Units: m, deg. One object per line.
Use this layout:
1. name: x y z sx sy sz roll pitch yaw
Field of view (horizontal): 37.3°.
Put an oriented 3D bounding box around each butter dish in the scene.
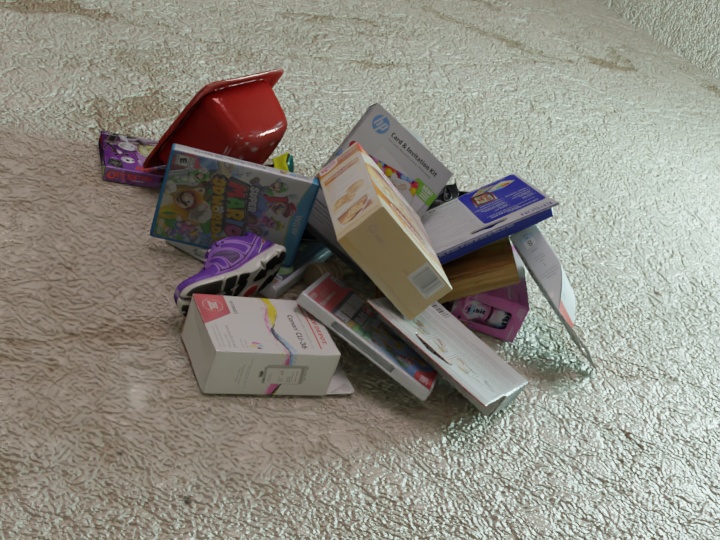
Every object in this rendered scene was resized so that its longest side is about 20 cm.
1. butter dish: -0.187 -0.185 1.586 0.148 0.200 0.199 54 35 7

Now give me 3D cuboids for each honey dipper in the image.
1. honey dipper: 0.000 0.000 1.562 0.200 0.038 0.038 -7 39 -47

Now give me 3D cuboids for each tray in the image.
1. tray: 0.120 0.005 1.512 0.199 0.037 0.099 -16 28 10

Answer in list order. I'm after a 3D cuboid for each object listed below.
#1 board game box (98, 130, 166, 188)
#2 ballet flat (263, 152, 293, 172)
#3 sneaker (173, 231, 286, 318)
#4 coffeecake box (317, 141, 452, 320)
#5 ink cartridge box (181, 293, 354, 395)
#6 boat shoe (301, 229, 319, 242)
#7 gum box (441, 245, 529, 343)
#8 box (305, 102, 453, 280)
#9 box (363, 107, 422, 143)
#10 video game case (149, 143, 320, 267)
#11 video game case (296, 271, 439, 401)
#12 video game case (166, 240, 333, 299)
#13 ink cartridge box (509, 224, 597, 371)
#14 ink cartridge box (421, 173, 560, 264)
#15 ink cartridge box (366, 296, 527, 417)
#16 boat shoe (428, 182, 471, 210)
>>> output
1. board game box: -0.301 -0.162 1.649 0.199 0.032 0.120 8 35 -23
2. ballet flat: -0.135 -0.142 1.673 0.067 0.067 0.200 2 22 -6
3. sneaker: -0.180 0.005 1.373 0.083 0.081 0.200 33 31 14
4. coffeecake box: 0.028 -0.054 1.371 0.154 0.073 0.200 48 12 -28
5. ink cartridge box: -0.104 0.091 1.293 0.199 0.068 0.117 5 32 -28
6. boat shoe: -0.115 -0.063 1.516 0.199 0.071 0.091 11 33 -6
7. gum box: 0.186 0.021 1.612 0.113 0.066 0.200 19 28 -6
8. box: 0.016 -0.110 1.514 0.156 0.200 0.041 42 -15 -16
9. box: 0.012 -0.139 1.671 0.106 0.152 0.200 28 28 -8
10. video game case: -0.169 -0.084 1.429 0.199 0.143 0.018 13 34 -14
11. video game case: 0.016 0.080 1.365 0.200 0.017 0.143 38 15 2
12. video game case: -0.152 -0.041 1.540 0.181 0.023 0.200 28 29 13
13. ink cartridge box: 0.295 0.039 1.532 0.200 0.047 0.160 58 6 23
14. ink cartridge box: 0.166 -0.064 1.508 0.197 0.047 0.200 -23 21 -2
15. ink cartridge box: 0.104 0.106 1.365 0.200 0.045 0.176 42 21 17
16. boat shoe: 0.146 -0.123 1.844 0.199 0.062 0.075 14 31 -10
